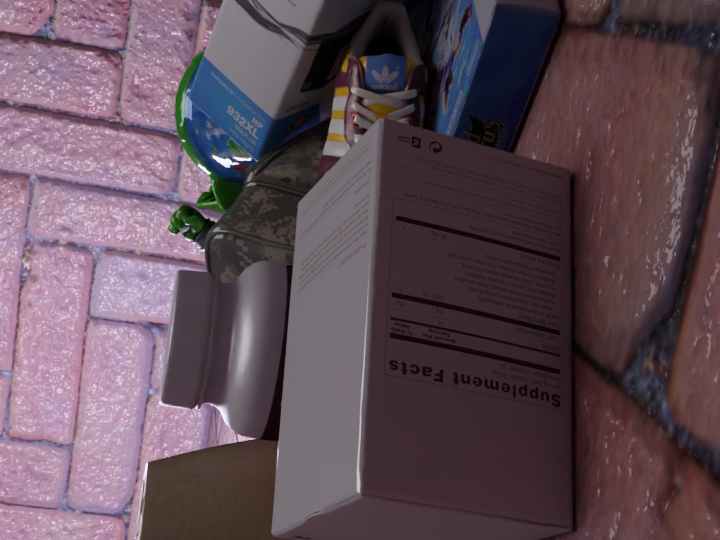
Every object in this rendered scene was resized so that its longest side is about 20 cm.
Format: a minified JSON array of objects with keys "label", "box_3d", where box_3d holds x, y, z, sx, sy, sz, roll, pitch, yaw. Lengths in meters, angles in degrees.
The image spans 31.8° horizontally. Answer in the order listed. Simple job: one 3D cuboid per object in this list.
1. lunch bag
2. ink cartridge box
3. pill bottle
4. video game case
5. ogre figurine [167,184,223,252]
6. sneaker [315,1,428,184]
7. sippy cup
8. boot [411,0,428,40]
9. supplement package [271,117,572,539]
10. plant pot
[{"label":"lunch bag","box_3d":[-0.022,0.001,0.962,0.200,0.139,0.168,87,-154,-43]},{"label":"ink cartridge box","box_3d":[-0.026,-0.196,0.933,0.145,0.084,0.200,-31,-21,-43]},{"label":"pill bottle","box_3d":[-0.022,0.055,0.799,0.113,0.200,0.113,-172,90,-80]},{"label":"video game case","box_3d":[0.075,-0.146,0.864,0.181,0.045,0.200,-91,13,-46]},{"label":"ogre figurine","box_3d":[-0.078,-0.045,1.246,0.120,0.200,0.098,61,179,-26]},{"label":"sneaker","box_3d":[0.009,-0.094,0.851,0.090,0.075,0.200,100,171,-49]},{"label":"sippy cup","box_3d":[-0.077,-0.140,1.114,0.130,0.140,0.178,10,122,59]},{"label":"boot","box_3d":[0.054,-0.285,1.002,0.096,0.073,0.200,-106,24,-51]},{"label":"supplement package","box_3d":[0.034,0.043,0.678,0.121,0.120,0.200,141,137,-58]},{"label":"plant pot","box_3d":[-0.059,0.195,0.902,0.187,0.200,0.188,-172,90,-80]}]
